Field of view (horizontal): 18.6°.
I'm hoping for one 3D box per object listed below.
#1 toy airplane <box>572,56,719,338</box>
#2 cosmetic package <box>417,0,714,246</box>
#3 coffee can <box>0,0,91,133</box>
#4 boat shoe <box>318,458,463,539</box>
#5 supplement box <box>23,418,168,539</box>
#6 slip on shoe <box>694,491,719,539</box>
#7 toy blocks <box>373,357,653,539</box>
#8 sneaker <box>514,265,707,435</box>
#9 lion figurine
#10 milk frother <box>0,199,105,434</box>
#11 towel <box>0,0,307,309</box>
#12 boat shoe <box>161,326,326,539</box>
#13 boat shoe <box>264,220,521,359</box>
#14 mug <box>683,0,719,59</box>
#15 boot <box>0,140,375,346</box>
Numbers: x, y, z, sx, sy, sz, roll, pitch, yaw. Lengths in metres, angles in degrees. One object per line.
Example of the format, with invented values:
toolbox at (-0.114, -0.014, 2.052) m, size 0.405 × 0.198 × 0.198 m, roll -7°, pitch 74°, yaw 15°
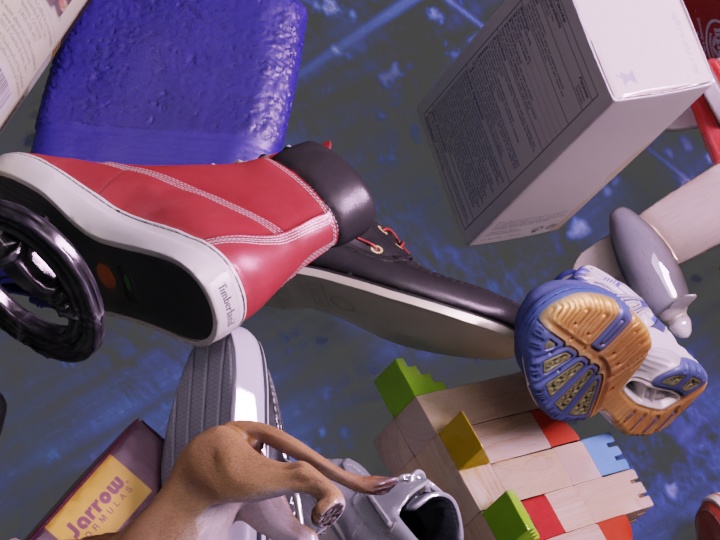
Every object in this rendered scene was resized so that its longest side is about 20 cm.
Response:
toy airplane at (0.247, -0.043, 1.328) m, size 0.199 × 0.201 × 0.141 m, roll 17°, pitch 17°, yaw 0°
cosmetic package at (0.114, -0.103, 1.288) m, size 0.073 × 0.200 × 0.104 m, roll -10°, pitch 72°, yaw -27°
coffee can at (-0.232, -0.145, 1.180) m, size 0.146 × 0.146 × 0.200 m, roll 33°, pitch 60°, yaw -7°
boat shoe at (0.027, 0.147, 1.155) m, size 0.072 × 0.201 × 0.070 m, roll -47°, pitch 120°, yaw 7°
supplement box at (-0.085, 0.189, 1.135) m, size 0.200 × 0.086 × 0.110 m, roll 42°, pitch 58°, yaw -2°
slip on shoe at (0.207, 0.222, 1.266) m, size 0.061 × 0.074 × 0.201 m, roll 2°, pitch 64°, yaw -3°
toy blocks at (0.103, 0.136, 1.250) m, size 0.136 × 0.100 × 0.200 m, roll -9°, pitch 62°, yaw -41°
sneaker at (0.123, 0.036, 1.243) m, size 0.075 × 0.200 × 0.088 m, roll -41°, pitch 61°, yaw 9°
lion figurine at (-0.087, 0.129, 1.029) m, size 0.200 × 0.073 × 0.123 m, roll -40°, pitch 55°, yaw -5°
milk frother at (-0.238, 0.065, 1.056) m, size 0.180 × 0.200 × 0.189 m, roll 25°, pitch 60°, yaw -17°
towel at (-0.113, -0.068, 1.234) m, size 0.147 × 0.050 × 0.201 m, roll 4°, pitch 64°, yaw 12°
boat shoe at (-0.053, 0.128, 1.094) m, size 0.071 × 0.072 × 0.201 m, roll 9°, pitch 72°, yaw -33°
boat shoe at (0.000, -0.001, 1.239) m, size 0.201 × 0.074 × 0.063 m, roll 17°, pitch 67°, yaw 9°
mug at (0.310, -0.158, 1.447) m, size 0.200 × 0.133 × 0.178 m, roll -23°, pitch 77°, yaw -27°
boot at (-0.094, -0.037, 1.158) m, size 0.200 × 0.073 × 0.144 m, roll 21°, pitch 43°, yaw 37°
